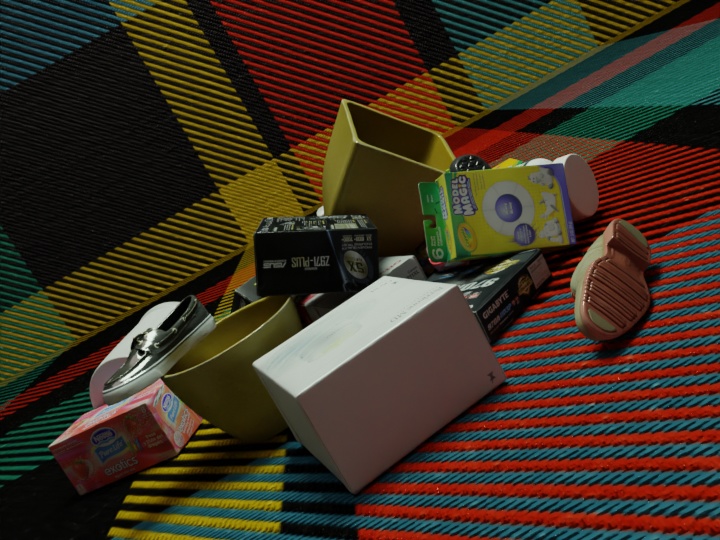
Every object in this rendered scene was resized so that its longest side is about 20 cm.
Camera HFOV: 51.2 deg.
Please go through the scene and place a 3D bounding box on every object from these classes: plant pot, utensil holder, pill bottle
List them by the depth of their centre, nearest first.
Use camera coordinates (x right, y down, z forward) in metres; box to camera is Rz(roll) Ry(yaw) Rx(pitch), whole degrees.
[{"bbox_3d":[-0.145,0.142,0.997,0.199,0.143,0.200,-28,12,6],"label":"plant pot"},{"bbox_3d":[0.250,-0.102,1.141,0.199,0.116,0.116,-16,18,46],"label":"pill bottle"},{"bbox_3d":[0.031,-0.132,1.245,0.196,0.193,0.201,-104,35,-58],"label":"plant pot"},{"bbox_3d":[-0.346,0.171,1.288,0.169,0.171,0.200,-25,15,19],"label":"utensil holder"}]

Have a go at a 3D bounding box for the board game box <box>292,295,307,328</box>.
[{"bbox_3d":[-0.110,0.058,1.261,0.200,0.032,0.121,-18,-48,-67],"label":"board game box"}]

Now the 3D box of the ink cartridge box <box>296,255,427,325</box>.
[{"bbox_3d":[0.005,0.049,1.164,0.145,0.083,0.200,-34,12,-19],"label":"ink cartridge box"}]

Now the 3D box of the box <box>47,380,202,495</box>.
[{"bbox_3d":[-0.360,0.252,1.159,0.199,0.095,0.103,-25,12,19],"label":"box"}]

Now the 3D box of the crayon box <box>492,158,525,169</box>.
[{"bbox_3d":[0.238,-0.144,1.471,0.199,0.058,0.173,-29,12,3],"label":"crayon box"}]

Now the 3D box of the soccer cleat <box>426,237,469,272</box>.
[{"bbox_3d":[0.127,-0.027,1.115,0.076,0.067,0.200,-7,-8,-6],"label":"soccer cleat"}]

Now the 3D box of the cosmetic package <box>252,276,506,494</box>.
[{"bbox_3d":[0.012,0.109,0.819,0.199,0.123,0.200,-33,14,-16],"label":"cosmetic package"}]

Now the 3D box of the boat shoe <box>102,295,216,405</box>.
[{"bbox_3d":[-0.265,0.099,0.967,0.068,0.057,0.200,-21,15,35],"label":"boat shoe"}]

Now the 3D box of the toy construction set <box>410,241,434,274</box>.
[{"bbox_3d":[0.153,-0.082,1.316,0.199,0.093,0.131,-33,23,-19],"label":"toy construction set"}]

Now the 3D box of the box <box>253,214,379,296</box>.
[{"bbox_3d":[-0.062,-0.026,1.063,0.163,0.087,0.200,-3,10,-4],"label":"box"}]

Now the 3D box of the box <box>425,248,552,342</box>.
[{"bbox_3d":[0.130,0.043,0.988,0.159,0.046,0.199,-37,15,-37],"label":"box"}]

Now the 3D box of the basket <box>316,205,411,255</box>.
[{"bbox_3d":[0.040,-0.091,1.441,0.199,0.136,0.124,-32,44,6],"label":"basket"}]

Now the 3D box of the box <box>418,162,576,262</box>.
[{"bbox_3d":[0.181,-0.077,1.005,0.199,0.118,0.048,-7,-7,-9],"label":"box"}]

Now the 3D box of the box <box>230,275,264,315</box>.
[{"bbox_3d":[-0.153,0.069,1.279,0.193,0.047,0.201,-45,-21,-49],"label":"box"}]

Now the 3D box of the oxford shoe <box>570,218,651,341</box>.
[{"bbox_3d":[0.256,0.022,0.789,0.074,0.071,0.200,-52,-4,40],"label":"oxford shoe"}]

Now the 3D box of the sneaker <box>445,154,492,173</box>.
[{"bbox_3d":[0.191,-0.080,1.092,0.071,0.201,0.083,-22,-21,-21],"label":"sneaker"}]
